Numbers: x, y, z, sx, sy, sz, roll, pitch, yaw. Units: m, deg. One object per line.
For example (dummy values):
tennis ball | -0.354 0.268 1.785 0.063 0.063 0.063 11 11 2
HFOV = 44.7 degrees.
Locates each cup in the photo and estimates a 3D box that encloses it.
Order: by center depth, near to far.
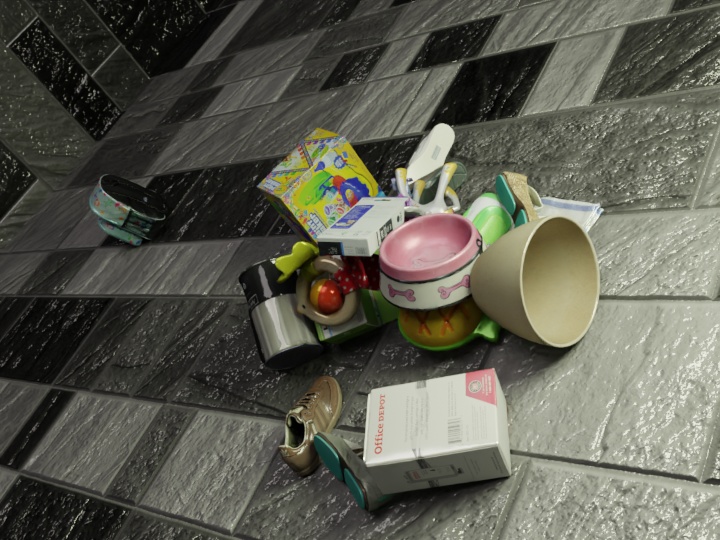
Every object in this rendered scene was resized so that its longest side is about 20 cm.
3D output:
cup | 0.258 0.018 1.368 0.143 0.200 0.200 -4 46 49

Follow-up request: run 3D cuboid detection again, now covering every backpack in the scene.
backpack | -0.669 -0.178 2.483 0.151 0.200 0.178 -51 31 18

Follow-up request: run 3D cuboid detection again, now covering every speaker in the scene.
speaker | 0.202 -0.046 1.591 0.088 0.088 0.200 9 55 48

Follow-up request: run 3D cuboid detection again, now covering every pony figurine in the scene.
pony figurine | 0.113 -0.109 1.700 0.193 0.167 0.200 -5 56 3

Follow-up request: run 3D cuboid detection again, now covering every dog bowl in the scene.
dog bowl | 0.119 -0.022 1.462 0.200 0.074 0.200 -14 32 9

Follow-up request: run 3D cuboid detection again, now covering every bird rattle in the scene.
bird rattle | -0.048 0.021 1.579 0.200 0.163 0.113 12 22 15

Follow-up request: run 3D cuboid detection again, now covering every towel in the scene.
towel | 0.319 -0.051 1.544 0.200 0.024 0.147 -50 34 -17

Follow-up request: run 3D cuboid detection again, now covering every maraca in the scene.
maraca | 0.158 0.070 1.479 0.200 0.107 0.137 -4 67 19

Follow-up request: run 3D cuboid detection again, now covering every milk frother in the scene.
milk frother | -0.118 0.084 1.711 0.200 0.181 0.188 -14 69 -14

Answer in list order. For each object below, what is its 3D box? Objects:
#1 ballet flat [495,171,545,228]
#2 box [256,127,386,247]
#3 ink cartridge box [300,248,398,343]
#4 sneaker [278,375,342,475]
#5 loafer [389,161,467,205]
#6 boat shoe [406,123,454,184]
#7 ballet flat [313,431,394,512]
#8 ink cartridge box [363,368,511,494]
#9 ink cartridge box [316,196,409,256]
ballet flat | 0.295 -0.098 1.533 0.065 0.071 0.200 -5 56 -12
box | -0.079 -0.165 1.900 0.193 0.200 0.122 -46 34 -10
ink cartridge box | 0.006 0.032 1.631 0.200 0.076 0.148 -24 72 23
sneaker | -0.087 0.252 1.517 0.070 0.076 0.200 -17 39 29
loafer | 0.130 -0.159 1.824 0.200 0.072 0.063 -34 21 -7
boat shoe | 0.137 -0.232 1.902 0.069 0.072 0.200 -34 31 65
ballet flat | -0.008 0.313 1.396 0.064 0.068 0.200 -19 28 -21
ink cartridge box | 0.114 0.239 1.302 0.200 0.083 0.147 -12 40 16
ink cartridge box | 0.010 -0.080 1.542 0.099 0.039 0.200 2 26 26
